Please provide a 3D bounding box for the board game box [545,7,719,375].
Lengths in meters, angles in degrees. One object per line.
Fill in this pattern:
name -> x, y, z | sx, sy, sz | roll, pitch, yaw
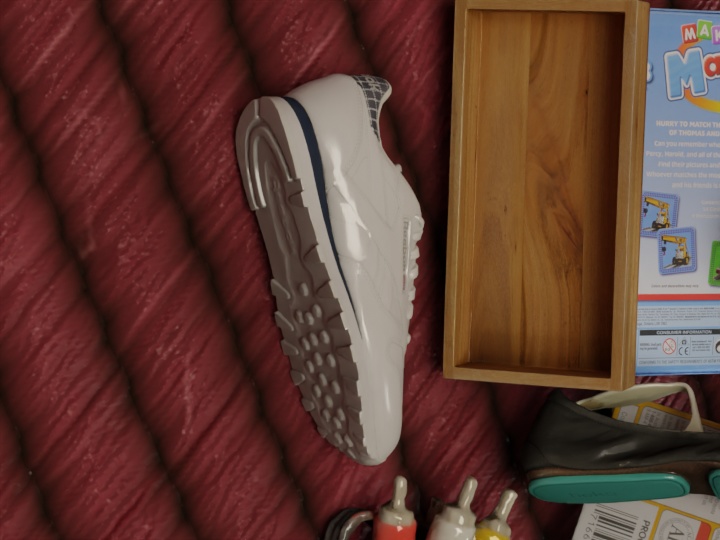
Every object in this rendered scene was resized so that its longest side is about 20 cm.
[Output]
board game box -> 0.166, -0.043, 1.334 | 0.150, 0.037, 0.202 | 0, 95, -25

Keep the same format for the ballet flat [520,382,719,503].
ballet flat -> 0.181, 0.092, 1.262 | 0.199, 0.068, 0.069 | 6, 70, 16

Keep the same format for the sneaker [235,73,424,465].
sneaker -> 0.000, 0.000, 1.243 | 0.080, 0.076, 0.201 | -17, 103, -32

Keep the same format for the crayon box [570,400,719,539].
crayon box -> 0.215, 0.157, 1.301 | 0.199, 0.052, 0.127 | 18, 86, 18

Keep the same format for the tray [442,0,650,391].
tray -> 0.098, -0.041, 1.272 | 0.098, 0.037, 0.202 | 3, 95, 19

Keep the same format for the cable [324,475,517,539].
cable -> 0.021, 0.203, 1.277 | 0.097, 0.050, 0.201 | 9, 90, -20
